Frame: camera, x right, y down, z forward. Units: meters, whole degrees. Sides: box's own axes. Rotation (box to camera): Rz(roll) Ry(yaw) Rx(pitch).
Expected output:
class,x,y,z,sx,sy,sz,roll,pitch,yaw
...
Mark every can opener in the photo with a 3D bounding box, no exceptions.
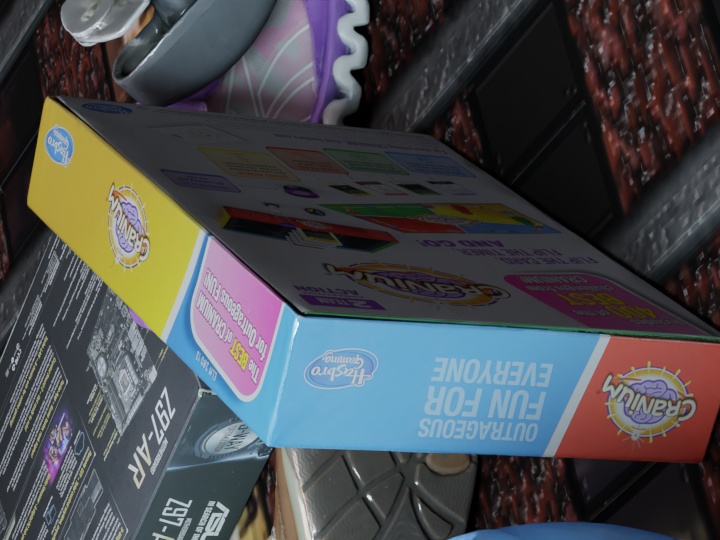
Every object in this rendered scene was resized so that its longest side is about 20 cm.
class,x,y,z,sx,sy,sz,roll,pitch,yaw
can opener,-0.032,-0.149,1.014,0.200,0.067,0.053,-51,30,-9

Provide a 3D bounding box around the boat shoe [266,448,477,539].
class,x,y,z,sx,sy,sz,roll,pitch,yaw
boat shoe,-0.004,0.097,0.952,0.072,0.075,0.201,-34,55,56

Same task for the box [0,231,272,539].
class,x,y,z,sx,sy,sz,roll,pitch,yaw
box,-0.104,0.072,1.161,0.201,0.043,0.160,-65,35,31

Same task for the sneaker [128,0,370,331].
class,x,y,z,sx,sy,sz,roll,pitch,yaw
sneaker,-0.050,-0.057,1.045,0.080,0.088,0.201,-23,64,58

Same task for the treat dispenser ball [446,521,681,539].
class,x,y,z,sx,sy,sz,roll,pitch,yaw
treat dispenser ball,0.053,0.165,0.711,0.201,0.200,0.202,-17,71,58

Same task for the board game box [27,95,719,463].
class,x,y,z,sx,sy,sz,roll,pitch,yaw
board game box,0.000,0.000,0.881,0.200,0.152,0.041,40,120,56
